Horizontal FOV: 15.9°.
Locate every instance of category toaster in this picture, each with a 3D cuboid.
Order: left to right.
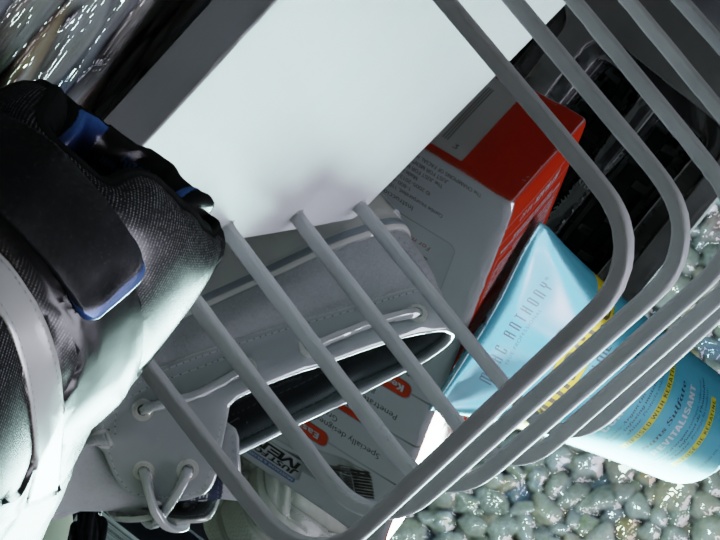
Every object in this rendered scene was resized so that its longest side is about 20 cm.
[{"bbox_3d":[0.074,-0.070,1.090,0.200,0.181,0.119,-51,178,13],"label":"toaster"}]

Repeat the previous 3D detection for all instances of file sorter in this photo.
[{"bbox_3d":[0.030,-0.017,0.716,0.139,0.125,0.200,-44,167,22],"label":"file sorter"}]

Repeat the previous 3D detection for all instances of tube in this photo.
[{"bbox_3d":[0.090,0.040,1.003,0.200,0.050,0.078,27,90,-57],"label":"tube"}]

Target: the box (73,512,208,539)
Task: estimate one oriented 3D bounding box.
[{"bbox_3d":[-0.083,0.074,1.417,0.182,0.104,0.200,-53,180,-22],"label":"box"}]

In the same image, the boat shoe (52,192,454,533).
[{"bbox_3d":[-0.059,0.047,0.836,0.199,0.069,0.072,-27,159,-23],"label":"boat shoe"}]

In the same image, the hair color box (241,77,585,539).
[{"bbox_3d":[0.000,0.000,0.976,0.064,0.111,0.201,-46,163,-43],"label":"hair color box"}]

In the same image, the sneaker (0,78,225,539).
[{"bbox_3d":[-0.076,0.027,0.546,0.112,0.073,0.200,-50,177,-20],"label":"sneaker"}]

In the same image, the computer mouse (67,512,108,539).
[{"bbox_3d":[-0.095,0.056,0.955,0.059,0.034,0.201,-80,-171,-66],"label":"computer mouse"}]

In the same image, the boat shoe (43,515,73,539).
[{"bbox_3d":[-0.157,0.108,1.056,0.062,0.073,0.200,-9,-170,3],"label":"boat shoe"}]

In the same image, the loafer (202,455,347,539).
[{"bbox_3d":[-0.034,0.041,1.117,0.070,0.070,0.201,-33,-133,40],"label":"loafer"}]
